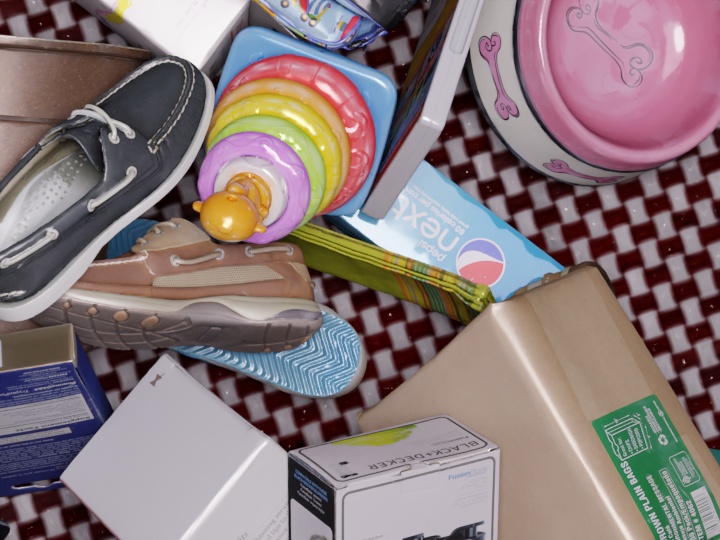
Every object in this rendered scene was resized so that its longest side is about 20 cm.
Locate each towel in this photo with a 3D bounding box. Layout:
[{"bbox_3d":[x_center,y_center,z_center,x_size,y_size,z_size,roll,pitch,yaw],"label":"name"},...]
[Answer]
[{"bbox_3d":[0.000,0.000,1.414,0.199,0.086,0.018,20,75,20],"label":"towel"}]

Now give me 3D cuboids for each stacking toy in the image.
[{"bbox_3d":[-0.057,-0.059,1.306,0.115,0.200,0.110,20,116,3],"label":"stacking toy"}]

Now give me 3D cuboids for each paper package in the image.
[{"bbox_3d":[0.116,0.126,1.330,0.103,0.191,0.201,-21,76,-36],"label":"paper package"}]

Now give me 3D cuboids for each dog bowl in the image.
[{"bbox_3d":[0.173,-0.156,1.445,0.199,0.074,0.202,-2,95,-24],"label":"dog bowl"}]

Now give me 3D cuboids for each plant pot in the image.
[{"bbox_3d":[-0.239,-0.050,1.387,0.199,0.200,0.200,3,93,-4],"label":"plant pot"}]

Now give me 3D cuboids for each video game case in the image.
[{"bbox_3d":[0.053,-0.147,1.387,0.017,0.143,0.201,22,64,-6],"label":"video game case"}]

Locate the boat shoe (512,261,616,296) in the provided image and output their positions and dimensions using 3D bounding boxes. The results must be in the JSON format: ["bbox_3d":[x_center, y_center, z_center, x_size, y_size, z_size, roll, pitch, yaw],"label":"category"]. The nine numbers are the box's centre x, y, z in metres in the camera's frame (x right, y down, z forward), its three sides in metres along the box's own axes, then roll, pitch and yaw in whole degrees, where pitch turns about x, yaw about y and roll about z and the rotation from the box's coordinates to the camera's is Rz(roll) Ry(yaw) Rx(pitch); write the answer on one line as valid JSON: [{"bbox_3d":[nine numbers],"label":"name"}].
[{"bbox_3d":[0.151,0.099,1.411,0.076,0.072,0.201,-19,82,23],"label":"boat shoe"}]

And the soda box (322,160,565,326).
[{"bbox_3d":[0.048,-0.025,1.464,0.200,0.064,0.068,37,84,-1],"label":"soda box"}]

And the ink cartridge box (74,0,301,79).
[{"bbox_3d":[-0.136,-0.182,1.433,0.200,0.117,0.067,38,86,0],"label":"ink cartridge box"}]

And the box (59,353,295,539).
[{"bbox_3d":[-0.065,0.170,1.357,0.106,0.152,0.200,-50,124,-6],"label":"box"}]

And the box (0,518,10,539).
[{"bbox_3d":[-0.368,0.191,1.366,0.199,0.117,0.197,29,84,16],"label":"box"}]

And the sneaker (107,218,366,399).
[{"bbox_3d":[-0.089,0.032,1.444,0.199,0.081,0.077,28,86,10],"label":"sneaker"}]

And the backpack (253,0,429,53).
[{"bbox_3d":[-0.025,-0.236,1.417,0.182,0.200,0.135,36,100,-4],"label":"backpack"}]

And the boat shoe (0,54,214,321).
[{"bbox_3d":[-0.161,-0.060,1.280,0.075,0.060,0.200,22,65,29],"label":"boat shoe"}]

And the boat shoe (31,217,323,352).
[{"bbox_3d":[-0.119,0.007,1.348,0.199,0.076,0.072,6,69,-30],"label":"boat shoe"}]

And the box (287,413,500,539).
[{"bbox_3d":[0.020,0.197,1.289,0.116,0.060,0.201,-12,113,-28],"label":"box"}]

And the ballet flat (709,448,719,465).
[{"bbox_3d":[0.194,0.150,1.470,0.199,0.074,0.075,12,85,-2],"label":"ballet flat"}]

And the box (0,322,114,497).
[{"bbox_3d":[-0.222,0.094,1.373,0.120,0.200,0.033,-9,63,0],"label":"box"}]
